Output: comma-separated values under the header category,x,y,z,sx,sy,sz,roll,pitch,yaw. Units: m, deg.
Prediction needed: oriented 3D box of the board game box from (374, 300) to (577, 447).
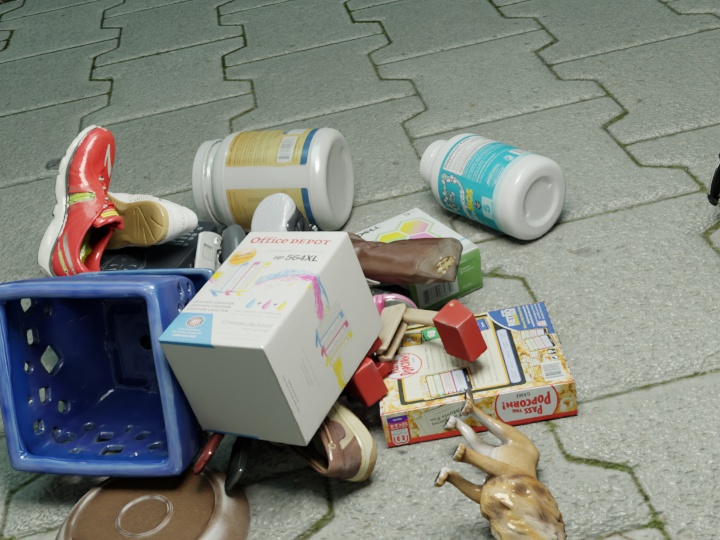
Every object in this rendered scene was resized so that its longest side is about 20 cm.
category,x,y,z,sx,sy,sz,roll,pitch,yaw
board game box,0.116,0.107,1.154,0.199,0.046,0.152,-10,31,3

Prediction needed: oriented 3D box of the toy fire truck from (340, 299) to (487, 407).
category,x,y,z,sx,sy,sz,roll,pitch,yaw
toy fire truck,0.022,0.075,1.144,0.141,0.049,0.200,-38,31,-20

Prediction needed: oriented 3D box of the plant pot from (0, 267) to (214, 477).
category,x,y,z,sx,sy,sz,roll,pitch,yaw
plant pot,-0.250,0.093,1.139,0.199,0.201,0.180,-2,10,18

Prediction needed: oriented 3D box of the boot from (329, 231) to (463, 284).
category,x,y,z,sx,sy,sz,roll,pitch,yaw
boot,0.000,0.000,1.232,0.200,0.064,0.186,8,28,37

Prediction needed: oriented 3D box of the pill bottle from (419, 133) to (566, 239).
category,x,y,z,sx,sy,sz,roll,pitch,yaw
pill bottle,0.170,-0.120,1.449,0.111,0.111,0.200,-29,34,-27

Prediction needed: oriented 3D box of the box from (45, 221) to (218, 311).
category,x,y,z,sx,sy,sz,roll,pitch,yaw
box,-0.276,0.030,1.355,0.148,0.107,0.200,3,33,22

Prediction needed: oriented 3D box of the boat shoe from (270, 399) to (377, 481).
category,x,y,z,sx,sy,sz,roll,pitch,yaw
boat shoe,-0.067,0.145,1.097,0.072,0.072,0.200,1,31,-42

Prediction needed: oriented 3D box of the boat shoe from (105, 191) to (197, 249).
category,x,y,z,sx,sy,sz,roll,pitch,yaw
boat shoe,-0.275,-0.060,1.344,0.069,0.071,0.200,-3,10,-43

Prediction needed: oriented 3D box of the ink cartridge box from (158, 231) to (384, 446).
category,x,y,z,sx,sy,sz,roll,pitch,yaw
ink cartridge box,-0.078,0.053,1.070,0.128,0.125,0.200,2,39,31

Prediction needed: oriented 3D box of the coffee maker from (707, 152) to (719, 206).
category,x,y,z,sx,sy,sz,roll,pitch,yaw
coffee maker,0.504,-0.125,1.257,0.134,0.201,0.192,-18,31,-9

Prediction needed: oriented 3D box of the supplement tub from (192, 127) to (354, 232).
category,x,y,z,sx,sy,sz,roll,pitch,yaw
supplement tub,-0.121,-0.126,1.523,0.199,0.145,0.145,0,33,19

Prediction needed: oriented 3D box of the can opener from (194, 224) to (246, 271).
category,x,y,z,sx,sy,sz,roll,pitch,yaw
can opener,-0.172,0.030,1.292,0.067,0.053,0.200,-33,43,37

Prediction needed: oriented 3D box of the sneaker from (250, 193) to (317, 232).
category,x,y,z,sx,sy,sz,roll,pitch,yaw
sneaker,-0.088,0.011,1.355,0.075,0.114,0.201,-10,63,34

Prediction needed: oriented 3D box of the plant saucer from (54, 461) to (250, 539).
category,x,y,z,sx,sy,sz,roll,pitch,yaw
plant saucer,-0.207,0.248,1.048,0.199,0.032,0.200,-8,32,5

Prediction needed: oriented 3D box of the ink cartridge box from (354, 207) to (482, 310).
category,x,y,z,sx,sy,sz,roll,pitch,yaw
ink cartridge box,0.057,-0.023,1.376,0.104,0.059,0.200,-24,33,-20

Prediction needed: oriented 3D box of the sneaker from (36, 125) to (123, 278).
category,x,y,z,sx,sy,sz,roll,pitch,yaw
sneaker,-0.318,-0.075,1.297,0.085,0.201,0.077,6,-10,26

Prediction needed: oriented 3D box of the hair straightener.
category,x,y,z,sx,sy,sz,roll,pitch,yaw
hair straightener,-0.114,0.172,1.129,0.077,0.041,0.200,33,18,-5

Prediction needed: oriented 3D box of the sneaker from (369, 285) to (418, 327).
category,x,y,z,sx,sy,sz,roll,pitch,yaw
sneaker,-0.029,0.056,1.267,0.199,0.079,0.095,-7,24,5

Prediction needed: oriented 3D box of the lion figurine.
category,x,y,z,sx,sy,sz,roll,pitch,yaw
lion figurine,0.135,0.185,0.993,0.122,0.073,0.200,27,29,-2
